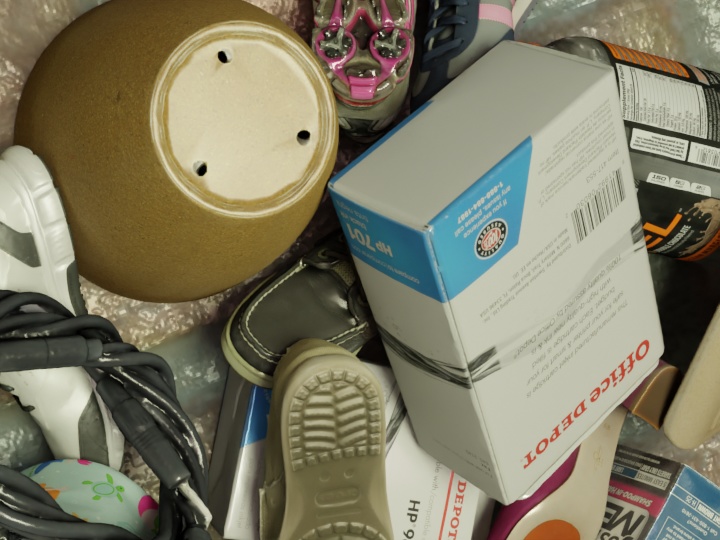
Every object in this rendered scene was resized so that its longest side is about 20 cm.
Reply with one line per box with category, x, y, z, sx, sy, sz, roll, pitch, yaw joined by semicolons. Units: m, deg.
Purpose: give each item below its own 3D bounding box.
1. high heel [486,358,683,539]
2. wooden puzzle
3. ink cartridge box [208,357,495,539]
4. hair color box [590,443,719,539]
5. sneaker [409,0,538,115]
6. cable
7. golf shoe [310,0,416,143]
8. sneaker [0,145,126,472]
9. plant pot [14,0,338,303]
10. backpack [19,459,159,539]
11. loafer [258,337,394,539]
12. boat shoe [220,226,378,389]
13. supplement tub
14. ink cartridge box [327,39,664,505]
high heel;0.124;0.124;0.867;0.201;0.096;0.067;-50;125;-2
wooden puzzle;0.279;0.013;0.856;0.198;0.037;0.187;-14;131;-45
ink cartridge box;0.012;0.116;0.820;0.197;0.068;0.118;12;87;-19
hair color box;0.156;0.217;0.855;0.060;0.100;0.202;33;80;-17
sneaker;0.058;-0.162;0.794;0.082;0.070;0.201;50;39;-27
cable;-0.142;0.077;0.646;0.051;0.164;0.200;-34;119;28
golf shoe;0.001;-0.177;0.814;0.071;0.092;0.203;5;69;2
sneaker;-0.189;0.038;0.732;0.079;0.073;0.203;-25;108;-29
plant pot;-0.085;-0.071;0.715;0.183;0.200;0.190;-1;92;-19
backpack;-0.155;0.213;0.713;0.177;0.151;0.201;-35;95;20
loafer;-0.019;0.123;0.733;0.074;0.069;0.203;0;118;-11
boat shoe;0.001;0.001;0.781;0.200;0.066;0.072;-28;68;-40
supplement tub;0.173;-0.076;0.845;0.197;0.122;0.125;11;87;-18
ink cartridge box;0.082;0.002;0.726;0.146;0.085;0.202;-39;132;-24
